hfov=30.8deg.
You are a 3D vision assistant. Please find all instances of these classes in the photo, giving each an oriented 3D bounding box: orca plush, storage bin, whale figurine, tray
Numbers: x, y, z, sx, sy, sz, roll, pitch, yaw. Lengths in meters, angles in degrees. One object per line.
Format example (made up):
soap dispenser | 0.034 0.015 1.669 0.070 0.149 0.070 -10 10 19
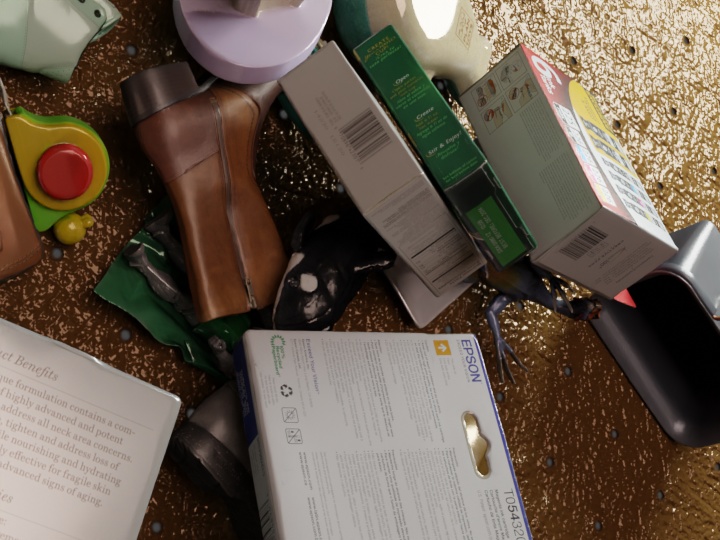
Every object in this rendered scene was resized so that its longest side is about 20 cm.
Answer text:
orca plush | 0.000 0.000 1.064 0.200 0.070 0.107 -29 120 -64
storage bin | 0.347 0.050 1.318 0.201 0.145 0.134 53 47 -13
whale figurine | 0.049 -0.224 1.209 0.200 0.103 0.161 33 63 -51
tray | 0.085 -0.042 1.223 0.200 0.022 0.108 -39 101 -34

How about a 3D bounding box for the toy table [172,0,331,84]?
toy table | -0.072 -0.255 1.024 0.182 0.117 0.202 11 51 -16

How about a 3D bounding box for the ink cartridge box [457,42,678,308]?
ink cartridge box | 0.200 -0.083 1.203 0.175 0.084 0.201 22 38 -45

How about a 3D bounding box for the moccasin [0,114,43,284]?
moccasin | -0.301 -0.084 0.946 0.077 0.073 0.204 -25 103 -44

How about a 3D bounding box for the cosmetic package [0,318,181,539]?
cosmetic package | -0.249 0.153 0.865 0.166 0.166 0.202 28 66 -26

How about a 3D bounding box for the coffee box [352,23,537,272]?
coffee box | 0.068 -0.102 1.078 0.123 0.044 0.201 51 8 -48

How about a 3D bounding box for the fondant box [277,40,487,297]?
fondant box | 0.022 -0.077 1.060 0.058 0.200 0.145 -34 64 4

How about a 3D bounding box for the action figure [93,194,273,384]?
action figure | -0.109 0.043 1.057 0.200 0.054 0.119 48 55 -20

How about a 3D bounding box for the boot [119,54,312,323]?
boot | -0.082 -0.073 1.042 0.187 0.068 0.202 -20 89 -48

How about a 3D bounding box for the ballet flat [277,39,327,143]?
ballet flat | -0.061 -0.203 1.140 0.069 0.069 0.201 -38 100 -34

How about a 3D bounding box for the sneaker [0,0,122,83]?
sneaker | -0.235 -0.244 1.019 0.117 0.074 0.203 22 77 -21

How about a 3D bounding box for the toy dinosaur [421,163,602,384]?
toy dinosaur | 0.149 -0.006 1.197 0.181 0.104 0.202 7 67 -53

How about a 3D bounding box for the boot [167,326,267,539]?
boot | -0.052 0.152 1.034 0.132 0.069 0.201 -49 124 -28

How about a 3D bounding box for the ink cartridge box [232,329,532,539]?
ink cartridge box | 0.015 0.139 0.969 0.198 0.043 0.198 3 56 -25

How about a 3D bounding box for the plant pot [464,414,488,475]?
plant pot | 0.090 0.214 1.089 0.200 0.027 0.203 10 90 -71

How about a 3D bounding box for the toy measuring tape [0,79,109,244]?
toy measuring tape | -0.232 -0.116 0.976 0.073 0.073 0.202 -26 115 -35
